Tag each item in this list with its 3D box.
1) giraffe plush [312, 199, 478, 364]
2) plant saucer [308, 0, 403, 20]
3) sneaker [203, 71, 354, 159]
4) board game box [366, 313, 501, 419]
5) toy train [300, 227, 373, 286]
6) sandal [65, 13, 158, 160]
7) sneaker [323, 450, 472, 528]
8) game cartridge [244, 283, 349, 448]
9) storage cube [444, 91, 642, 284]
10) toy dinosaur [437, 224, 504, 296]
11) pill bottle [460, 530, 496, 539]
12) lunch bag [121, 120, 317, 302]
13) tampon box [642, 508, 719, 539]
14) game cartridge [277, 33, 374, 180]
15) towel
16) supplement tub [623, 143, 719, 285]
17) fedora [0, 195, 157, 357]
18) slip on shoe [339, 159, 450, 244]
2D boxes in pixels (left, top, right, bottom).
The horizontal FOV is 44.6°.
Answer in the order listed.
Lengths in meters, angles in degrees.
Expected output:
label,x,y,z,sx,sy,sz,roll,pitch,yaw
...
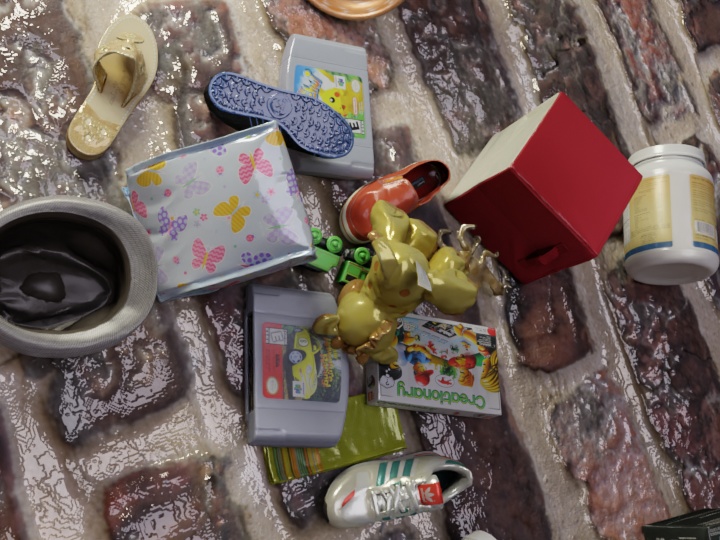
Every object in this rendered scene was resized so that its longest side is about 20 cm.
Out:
label,x,y,z,sx,sy,sz,roll,pitch,yaw
giraffe plush,0.033,0.035,1.096,0.172,0.162,0.200,39,22,-3
plant saucer,-0.007,-0.455,1.231,0.200,0.200,0.038,39,28,-15
sneaker,-0.106,-0.198,1.138,0.199,0.078,0.070,23,84,-15
board game box,0.100,0.129,1.198,0.199,0.035,0.127,11,66,-27
toy train,0.000,0.000,1.173,0.199,0.042,0.057,23,80,-18
sandal,-0.289,-0.234,1.061,0.077,0.070,0.213,26,65,-21
sneaker,0.051,0.273,1.097,0.199,0.093,0.071,-8,90,-32
game cartridge,-0.079,0.119,1.096,0.133,0.041,0.201,9,67,-32
storage cube,0.267,-0.118,1.289,0.180,0.171,0.200,43,61,-11
toy dinosaur,0.138,-0.012,1.252,0.199,0.058,0.102,10,73,-27
pill bottle,0.092,0.404,1.080,0.199,0.109,0.109,-23,88,-33
lunch bag,-0.168,-0.067,1.050,0.199,0.127,0.170,-18,87,-4
tampon box,0.537,0.468,1.307,0.149,0.126,0.201,-4,79,-30
game cartridge,-0.049,-0.227,1.218,0.133,0.040,0.201,2,75,-25
towel,-0.033,0.208,1.117,0.199,0.018,0.086,-7,81,-31
supplement tub,0.501,-0.089,1.429,0.144,0.145,0.201,12,71,-26
fedora,-0.328,0.013,0.958,0.199,0.090,0.178,-7,78,-25
slip on shoe,0.049,-0.102,1.225,0.200,0.061,0.074,-33,95,-31
